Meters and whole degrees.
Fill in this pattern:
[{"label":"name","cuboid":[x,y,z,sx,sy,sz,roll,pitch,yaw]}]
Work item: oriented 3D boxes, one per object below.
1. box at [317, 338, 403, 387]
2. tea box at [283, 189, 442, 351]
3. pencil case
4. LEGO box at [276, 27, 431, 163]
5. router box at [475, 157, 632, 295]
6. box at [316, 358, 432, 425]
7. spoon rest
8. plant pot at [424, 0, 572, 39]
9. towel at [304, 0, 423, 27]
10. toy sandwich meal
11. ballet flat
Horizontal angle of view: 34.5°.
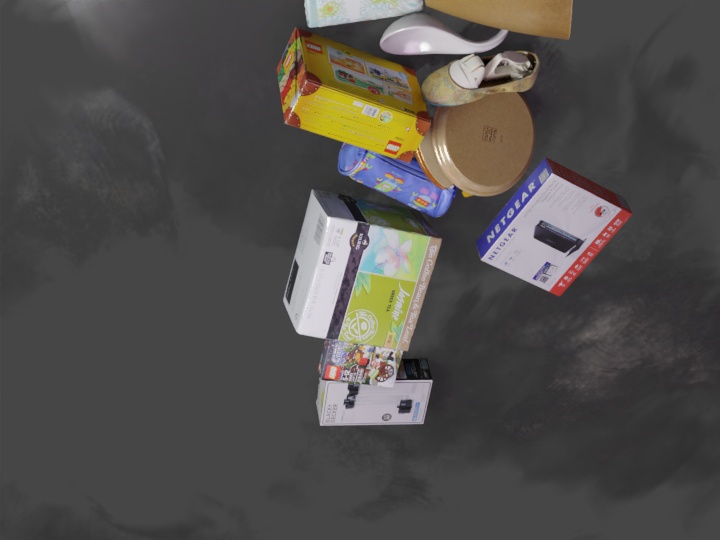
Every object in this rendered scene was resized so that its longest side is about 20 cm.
[{"label":"box","cuboid":[0.013,0.101,1.997,0.135,0.038,0.202,7,113,-16]},{"label":"tea box","cuboid":[0.000,0.000,1.852,0.195,0.134,0.202,9,110,-19]},{"label":"pencil case","cuboid":[0.063,-0.151,1.802,0.198,0.079,0.087,22,158,-26]},{"label":"LEGO box","cuboid":[-0.011,-0.252,1.662,0.198,0.150,0.078,16,126,-21]},{"label":"router box","cuboid":[0.321,-0.069,1.938,0.178,0.049,0.201,22,122,-26]},{"label":"box","cuboid":[0.023,0.223,2.117,0.197,0.060,0.118,2,129,-11]},{"label":"spoon rest","cuboid":[0.125,-0.339,1.663,0.198,0.061,0.099,-11,169,-4]},{"label":"plant pot","cuboid":[0.186,-0.408,1.567,0.197,0.187,0.188,1,131,7]},{"label":"towel","cuboid":[0.001,-0.433,1.581,0.169,0.048,0.202,-7,130,-4]},{"label":"toy sandwich meal","cuboid":[0.175,-0.202,1.769,0.203,0.070,0.208,-1,93,-26]},{"label":"ballet flat","cuboid":[0.180,-0.288,1.691,0.198,0.071,0.071,-12,134,-28]}]
